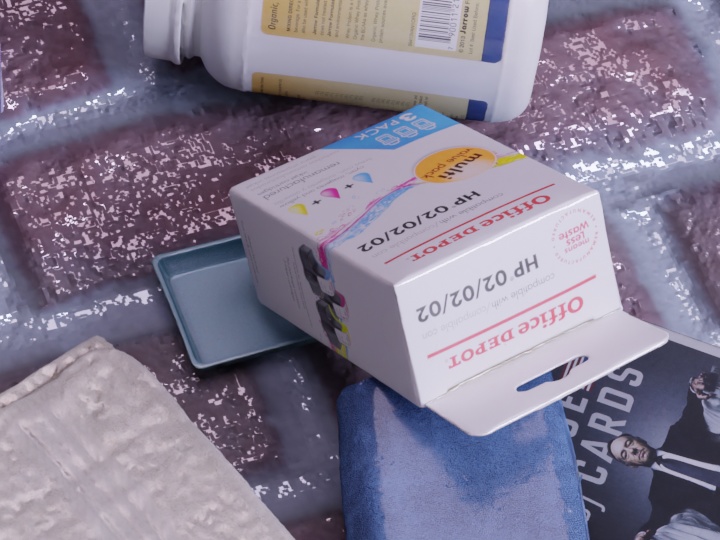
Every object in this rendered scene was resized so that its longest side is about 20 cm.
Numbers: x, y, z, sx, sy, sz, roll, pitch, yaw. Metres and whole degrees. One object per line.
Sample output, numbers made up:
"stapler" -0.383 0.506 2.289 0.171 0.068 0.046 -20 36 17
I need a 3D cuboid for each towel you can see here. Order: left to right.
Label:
"towel" -0.111 0.130 1.342 0.132 0.035 0.200 -32 65 -23
"towel" 0.052 0.141 1.321 0.111 0.049 0.201 -7 69 -1

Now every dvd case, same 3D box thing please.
"dvd case" 0.146 0.097 1.394 0.200 0.025 0.151 20 56 7

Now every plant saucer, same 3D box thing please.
"plant saucer" 0.000 0.000 1.451 0.200 0.019 0.070 -15 59 -14

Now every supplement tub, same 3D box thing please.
"supplement tub" -0.005 -0.157 1.480 0.199 0.145 0.145 7 55 -1

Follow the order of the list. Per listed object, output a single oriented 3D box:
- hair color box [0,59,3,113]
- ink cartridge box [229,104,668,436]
"hair color box" -0.292 -0.099 1.462 0.200 0.065 0.109 -24 60 -18
"ink cartridge box" 0.039 -0.004 1.348 0.115 0.068 0.200 -26 29 -22
